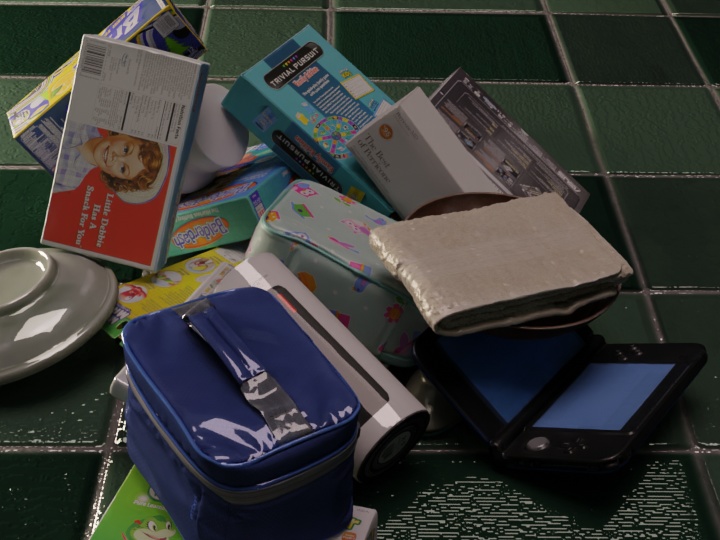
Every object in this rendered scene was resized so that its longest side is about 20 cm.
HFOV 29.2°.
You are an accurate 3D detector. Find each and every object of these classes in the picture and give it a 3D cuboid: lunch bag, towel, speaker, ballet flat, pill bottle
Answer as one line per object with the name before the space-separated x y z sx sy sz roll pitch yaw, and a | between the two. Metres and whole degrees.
lunch bag | -0.092 0.100 1.014 0.135 0.133 0.200 -18 44 -29
towel | 0.118 -0.008 1.166 0.199 0.035 0.133 -11 39 -24
lunch bag | 0.000 0.000 1.267 0.199 0.077 0.160 28 25 1
speaker | -0.038 0.077 1.136 0.081 0.081 0.200 -26 60 -37
ballet flat | 0.095 0.071 1.229 0.067 0.064 0.200 19 36 28
pill bottle | -0.215 -0.126 1.416 0.199 0.113 0.112 -12 20 37

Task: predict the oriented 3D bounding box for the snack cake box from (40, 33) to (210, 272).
snack cake box | -0.219 -0.111 1.295 0.114 0.201 0.067 14 8 -1

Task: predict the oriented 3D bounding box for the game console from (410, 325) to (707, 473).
game console | 0.172 0.071 1.170 0.170 0.119 0.200 -3 24 40

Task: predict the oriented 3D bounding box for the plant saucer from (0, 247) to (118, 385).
plant saucer | -0.321 0.028 1.249 0.199 0.050 0.200 -12 32 8

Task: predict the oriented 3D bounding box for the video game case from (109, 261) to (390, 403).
video game case | -0.087 0.089 1.176 0.181 0.023 0.200 30 37 6

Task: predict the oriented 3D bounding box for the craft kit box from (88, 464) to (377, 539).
craft kit box | -0.106 0.230 0.986 0.199 0.049 0.198 9 30 11

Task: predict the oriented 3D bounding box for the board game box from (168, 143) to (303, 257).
board game box | -0.116 -0.083 1.425 0.151 0.045 0.200 -11 20 34

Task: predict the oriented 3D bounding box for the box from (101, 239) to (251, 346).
box | -0.146 0.037 1.291 0.199 0.049 0.117 -21 39 -36

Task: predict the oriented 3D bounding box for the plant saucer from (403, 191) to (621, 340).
plant saucer | 0.128 -0.001 1.213 0.199 0.035 0.201 7 36 -5

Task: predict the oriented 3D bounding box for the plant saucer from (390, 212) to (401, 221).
plant saucer | 0.030 -0.055 1.443 0.199 0.049 0.200 -22 39 -32

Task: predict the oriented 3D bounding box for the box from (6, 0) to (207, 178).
box | -0.251 -0.186 1.361 0.200 0.064 0.070 -39 34 3

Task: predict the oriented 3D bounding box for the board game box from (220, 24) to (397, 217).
board game box | -0.023 -0.144 1.402 0.200 0.047 0.151 42 38 1

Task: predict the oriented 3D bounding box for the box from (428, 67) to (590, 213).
box | 0.133 -0.098 1.418 0.200 0.048 0.158 43 39 -4

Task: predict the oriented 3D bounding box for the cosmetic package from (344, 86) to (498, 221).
cosmetic package | 0.080 -0.069 1.324 0.082 0.200 0.051 -33 8 37
